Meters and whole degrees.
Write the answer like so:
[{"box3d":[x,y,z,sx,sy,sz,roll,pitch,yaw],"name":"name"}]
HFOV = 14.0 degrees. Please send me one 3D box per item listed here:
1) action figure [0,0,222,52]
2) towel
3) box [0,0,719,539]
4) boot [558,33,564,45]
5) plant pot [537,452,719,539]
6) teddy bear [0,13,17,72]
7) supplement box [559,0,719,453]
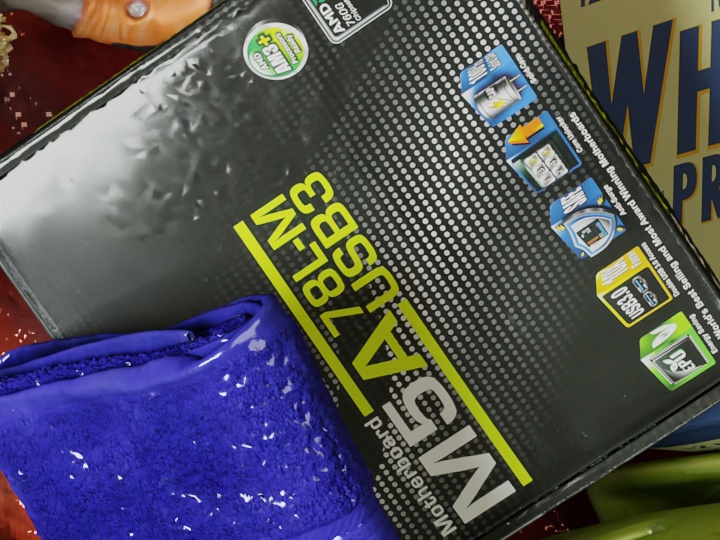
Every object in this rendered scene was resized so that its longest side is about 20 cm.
[{"box3d":[-0.044,-0.078,1.072,0.193,0.105,0.201,27,71,-2],"name":"action figure"},{"box3d":[-0.038,0.108,0.933,0.050,0.147,0.201,-41,109,-39],"name":"towel"},{"box3d":[0.000,0.000,0.967,0.193,0.048,0.200,-33,98,9],"name":"box"},{"box3d":[0.096,-0.018,1.131,0.075,0.073,0.201,33,65,-36],"name":"boot"},{"box3d":[0.128,0.168,1.000,0.181,0.200,0.200,-34,102,-35],"name":"plant pot"},{"box3d":[-0.192,-0.106,1.041,0.144,0.067,0.201,-2,81,1],"name":"teddy bear"},{"box3d":[0.189,-0.038,1.073,0.199,0.134,0.201,9,71,-49],"name":"supplement box"}]
